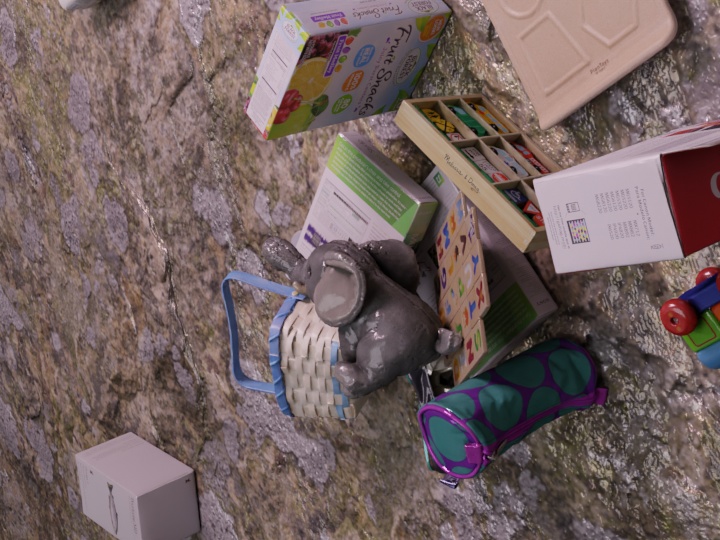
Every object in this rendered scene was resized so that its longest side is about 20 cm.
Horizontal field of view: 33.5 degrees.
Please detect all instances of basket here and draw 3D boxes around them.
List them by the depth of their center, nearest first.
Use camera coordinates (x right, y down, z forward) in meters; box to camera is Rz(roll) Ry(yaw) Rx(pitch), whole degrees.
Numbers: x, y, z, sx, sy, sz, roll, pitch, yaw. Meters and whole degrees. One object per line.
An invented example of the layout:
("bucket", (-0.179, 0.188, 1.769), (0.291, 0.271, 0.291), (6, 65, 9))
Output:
("basket", (-0.078, 0.095, 1.486), (0.198, 0.139, 0.178), (11, 129, 18))

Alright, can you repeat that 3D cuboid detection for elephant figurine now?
("elephant figurine", (-0.005, 0.023, 1.255), (0.202, 0.154, 0.142), (64, 180, 4))

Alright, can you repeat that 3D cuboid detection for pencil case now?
("pencil case", (0.152, 0.137, 1.197), (0.092, 0.199, 0.086), (32, 131, 37))

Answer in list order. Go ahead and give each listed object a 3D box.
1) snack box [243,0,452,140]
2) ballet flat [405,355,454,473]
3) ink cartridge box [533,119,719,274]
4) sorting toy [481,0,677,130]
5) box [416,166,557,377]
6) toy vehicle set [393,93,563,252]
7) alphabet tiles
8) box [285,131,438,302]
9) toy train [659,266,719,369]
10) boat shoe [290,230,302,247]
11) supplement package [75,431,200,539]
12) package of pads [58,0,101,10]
("snack box", (-0.013, -0.220, 1.249), (0.053, 0.199, 0.143), (52, 138, 22))
("ballet flat", (0.091, 0.133, 1.386), (0.073, 0.073, 0.202), (-21, 83, 52))
("ink cartridge box", (0.273, -0.069, 0.963), (0.175, 0.199, 0.085), (-8, 99, 52))
("sorting toy", (0.196, -0.259, 1.119), (0.185, 0.036, 0.202), (-35, 73, 51))
("box", (0.115, -0.002, 1.308), (0.201, 0.036, 0.144), (60, 141, 16))
("toy vehicle set", (0.138, -0.101, 1.175), (0.200, 0.124, 0.027), (48, 129, 26))
("alphabet tiles", (0.099, 0.021, 1.199), (0.200, 0.006, 0.168), (110, 155, -68))
("box", (-0.003, -0.034, 1.349), (0.144, 0.036, 0.201), (44, 127, 31))
("toy train", (0.358, 0.029, 1.006), (0.116, 0.084, 0.200), (54, 140, 4))
("boat shoe", (0.000, 0.000, 1.430), (0.199, 0.069, 0.072), (27, 116, 45))
("supplement package", (-0.373, 0.371, 1.997), (0.199, 0.117, 0.118), (18, 118, 45))
("package of pads", (-0.406, -0.492, 1.719), (0.154, 0.068, 0.202), (-16, 92, 51))
